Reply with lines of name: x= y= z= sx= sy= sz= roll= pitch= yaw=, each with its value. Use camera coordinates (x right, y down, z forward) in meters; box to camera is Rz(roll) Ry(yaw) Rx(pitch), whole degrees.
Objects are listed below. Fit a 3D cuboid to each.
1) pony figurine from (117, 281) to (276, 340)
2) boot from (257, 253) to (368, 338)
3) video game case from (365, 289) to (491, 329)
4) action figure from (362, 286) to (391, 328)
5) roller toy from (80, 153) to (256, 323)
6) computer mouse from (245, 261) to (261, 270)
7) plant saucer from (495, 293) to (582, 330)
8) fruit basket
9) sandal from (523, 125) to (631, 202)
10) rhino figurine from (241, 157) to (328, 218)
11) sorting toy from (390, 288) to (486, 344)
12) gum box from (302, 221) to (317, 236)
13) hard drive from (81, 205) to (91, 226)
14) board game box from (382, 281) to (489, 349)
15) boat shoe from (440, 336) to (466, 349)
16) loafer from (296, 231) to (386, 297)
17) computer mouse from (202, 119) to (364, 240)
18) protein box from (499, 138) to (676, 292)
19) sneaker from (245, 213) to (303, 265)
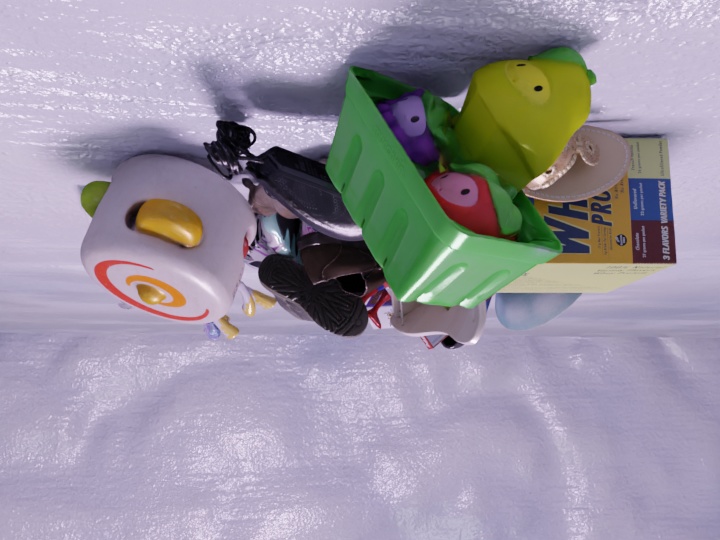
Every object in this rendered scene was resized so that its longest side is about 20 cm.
pony figurine: x=-0.256 y=0.018 z=1.167 sx=0.190 sy=0.168 sz=0.201 roll=-20 pitch=124 yaw=24
boot: x=-0.063 y=0.051 z=1.063 sx=0.180 sy=0.073 sz=0.201 roll=34 pitch=165 yaw=11
video game case: x=0.123 y=0.012 z=1.154 sx=0.177 sy=0.046 sz=0.201 roll=-5 pitch=-150 yaw=26
action figure: x=0.083 y=0.008 z=1.078 sx=0.065 sy=0.201 sz=0.099 roll=25 pitch=161 yaw=50
roller toy: x=-0.217 y=-0.027 z=0.849 sx=0.196 sy=0.143 sz=0.182 roll=-5 pitch=147 yaw=35
computer mouse: x=-0.091 y=-0.025 z=1.171 sx=0.195 sy=0.112 sz=0.044 roll=8 pitch=143 yaw=-6
plant saucer: x=0.262 y=-0.006 z=1.086 sx=0.038 sy=0.204 sz=0.200 roll=38 pitch=153 yaw=-21
fruit basket: x=0.087 y=-0.098 z=0.590 sx=0.153 sy=0.222 sz=0.213 roll=7 pitch=167 yaw=-40
sandal: x=0.165 y=-0.113 z=0.719 sx=0.206 sy=0.080 sz=0.070 roll=4 pitch=176 yaw=6
rhino figurine: x=-0.074 y=-0.091 z=0.875 sx=0.196 sy=0.061 sz=0.087 roll=-6 pitch=167 yaw=36
sorting toy: x=0.090 y=-0.013 z=0.793 sx=0.104 sy=0.205 sz=0.180 roll=-11 pitch=-158 yaw=-9
gum box: x=-0.013 y=-0.054 z=1.053 sx=0.110 sy=0.068 sz=0.200 roll=-3 pitch=169 yaw=4
hard drive: x=-0.272 y=-0.050 z=1.013 sx=0.195 sy=0.027 sz=0.132 roll=16 pitch=161 yaw=-9
board game box: x=0.132 y=-0.001 z=0.963 sx=0.199 sy=0.104 sz=0.019 roll=-38 pitch=-177 yaw=-19
boat shoe: x=0.123 y=0.008 z=1.005 sx=0.068 sy=0.206 sz=0.066 roll=5 pitch=-170 yaw=25
loafer: x=0.000 y=0.000 z=0.956 sx=0.197 sy=0.073 sz=0.072 roll=8 pitch=165 yaw=-38
computer mouse: x=-0.053 y=-0.074 z=0.696 sx=0.196 sy=0.054 sz=0.139 roll=21 pitch=-163 yaw=-11
protein box: x=0.227 y=-0.056 z=0.864 sx=0.193 sy=0.139 sz=0.200 roll=0 pitch=170 yaw=-2
sneaker: x=-0.148 y=-0.049 z=1.049 sx=0.136 sy=0.080 sz=0.200 roll=2 pitch=165 yaw=10
